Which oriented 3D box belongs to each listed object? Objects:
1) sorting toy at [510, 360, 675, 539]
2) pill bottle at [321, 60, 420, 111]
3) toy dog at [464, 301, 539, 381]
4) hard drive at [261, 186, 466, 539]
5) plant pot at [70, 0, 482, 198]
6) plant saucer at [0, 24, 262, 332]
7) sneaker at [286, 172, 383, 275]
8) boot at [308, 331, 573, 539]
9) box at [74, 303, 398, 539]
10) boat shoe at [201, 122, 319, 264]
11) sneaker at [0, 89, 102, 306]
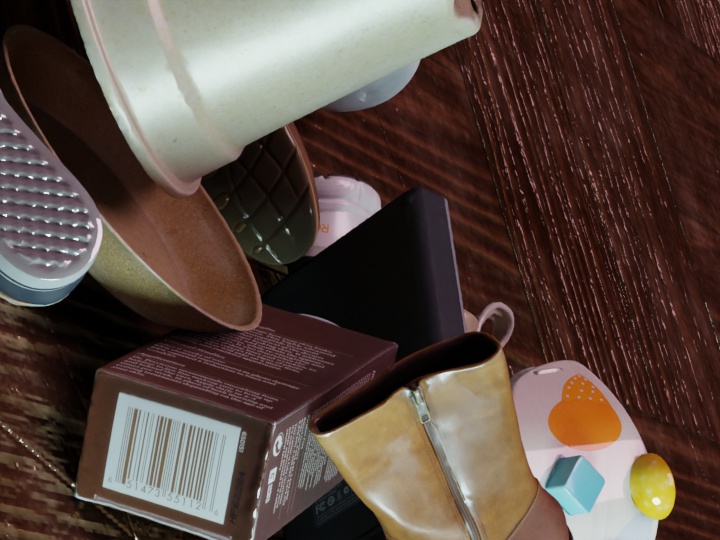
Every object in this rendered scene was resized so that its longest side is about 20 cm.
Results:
[{"bbox_3d":[0.083,0.174,1.651,0.180,0.107,0.201,-10,117,-44],"label":"sorting toy"},{"bbox_3d":[-0.008,-0.205,1.859,0.112,0.112,0.200,55,25,-30],"label":"pill bottle"},{"bbox_3d":[0.079,0.090,1.772,0.200,0.096,0.132,6,97,-62],"label":"toy dog"},{"bbox_3d":[0.004,0.068,1.575,0.033,0.139,0.201,24,45,-37],"label":"hard drive"},{"bbox_3d":[-0.041,-0.160,1.458,0.200,0.183,0.201,-18,90,-80],"label":"plant pot"},{"bbox_3d":[-0.129,-0.039,1.446,0.200,0.035,0.200,48,13,-15],"label":"plant saucer"},{"bbox_3d":[0.000,0.000,1.751,0.200,0.073,0.080,27,63,-61],"label":"sneaker"},{"bbox_3d":[0.016,0.144,1.432,0.069,0.188,0.200,62,-2,44],"label":"boot"},{"bbox_3d":[-0.061,0.075,1.440,0.200,0.100,0.075,-31,134,-68],"label":"box"},{"bbox_3d":[-0.077,-0.100,1.640,0.200,0.072,0.068,61,23,-10],"label":"boat shoe"},{"bbox_3d":[-0.199,-0.066,1.309,0.200,0.078,0.079,57,-24,8],"label":"sneaker"}]
